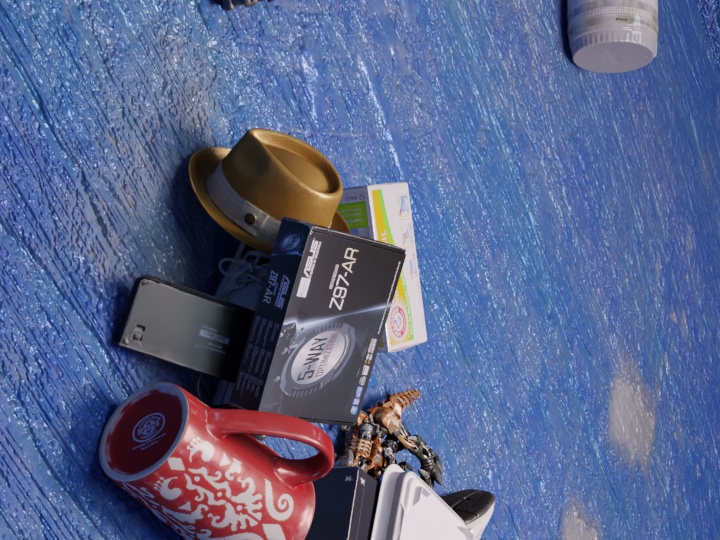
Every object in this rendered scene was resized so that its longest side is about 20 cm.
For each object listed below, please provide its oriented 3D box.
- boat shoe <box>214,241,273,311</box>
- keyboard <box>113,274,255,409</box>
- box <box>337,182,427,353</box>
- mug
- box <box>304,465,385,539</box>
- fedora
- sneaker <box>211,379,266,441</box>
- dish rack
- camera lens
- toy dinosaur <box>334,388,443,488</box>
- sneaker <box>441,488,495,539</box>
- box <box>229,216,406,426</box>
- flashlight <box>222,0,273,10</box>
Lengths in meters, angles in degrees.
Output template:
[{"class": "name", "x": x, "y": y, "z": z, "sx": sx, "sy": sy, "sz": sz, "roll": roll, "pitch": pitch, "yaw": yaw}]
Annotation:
[{"class": "boat shoe", "x": -0.112, "y": 0.004, "z": 1.561, "sx": 0.086, "sy": 0.074, "sz": 0.202, "roll": 103, "pitch": 5, "yaw": -49}, {"class": "keyboard", "x": -0.160, "y": 0.090, "z": 1.477, "sx": 0.200, "sy": 0.021, "sz": 0.127, "roll": 22, "pitch": 83, "yaw": -32}, {"class": "box", "x": 0.000, "y": 0.000, "z": 1.753, "sx": 0.101, "sy": 0.112, "sz": 0.200, "roll": -10, "pitch": 94, "yaw": -60}, {"class": "mug", "x": -0.140, "y": 0.187, "z": 1.435, "sx": 0.178, "sy": 0.133, "sz": 0.200, "roll": -49, "pitch": 131, "yaw": -5}, {"class": "box", "x": -0.018, "y": 0.347, "z": 1.656, "sx": 0.182, "sy": 0.104, "sz": 0.200, "roll": 46, "pitch": 46, "yaw": -49}, {"class": "fedora", "x": -0.084, "y": -0.091, "z": 1.554, "sx": 0.200, "sy": 0.082, "sz": 0.201, "roll": 24, "pitch": 29, "yaw": -14}, {"class": "sneaker", "x": -0.108, "y": 0.102, "z": 1.583, "sx": 0.073, "sy": 0.071, "sz": 0.200, "roll": 43, "pitch": 48, "yaw": -49}, {"class": "dish rack", "x": 0.075, "y": 0.332, "z": 1.676, "sx": 0.200, "sy": 0.043, "sz": 0.172, "roll": 48, "pitch": 45, "yaw": -46}, {"class": "camera lens", "x": 0.447, "y": -0.471, "z": 2.585, "sx": 0.160, "sy": 0.160, "sz": 0.200, "roll": 25, "pitch": 63, "yaw": -56}, {"class": "toy dinosaur", "x": 0.035, "y": 0.213, "z": 1.798, "sx": 0.200, "sy": 0.102, "sz": 0.136, "roll": -44, "pitch": 107, "yaw": -30}, {"class": "sneaker", "x": 0.121, "y": 0.381, "z": 1.941, "sx": 0.200, "sy": 0.076, "sz": 0.116, "roll": -36, "pitch": 124, "yaw": -48}, {"class": "box", "x": -0.042, "y": 0.056, "z": 1.505, "sx": 0.160, "sy": 0.043, "sz": 0.200, "roll": 14, "pitch": 94, "yaw": -50}, {"class": "flashlight", "x": -0.144, "y": -0.395, "z": 1.629, "sx": 0.068, "sy": 0.068, "sz": 0.200, "roll": -26, "pitch": 107, "yaw": -58}]
